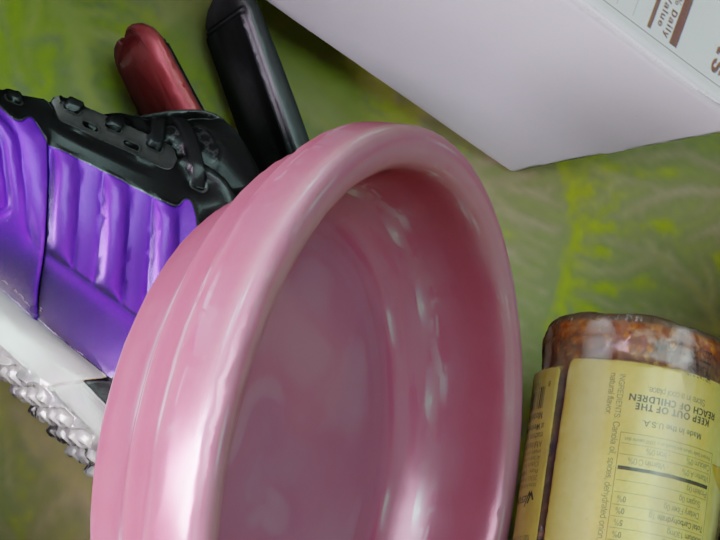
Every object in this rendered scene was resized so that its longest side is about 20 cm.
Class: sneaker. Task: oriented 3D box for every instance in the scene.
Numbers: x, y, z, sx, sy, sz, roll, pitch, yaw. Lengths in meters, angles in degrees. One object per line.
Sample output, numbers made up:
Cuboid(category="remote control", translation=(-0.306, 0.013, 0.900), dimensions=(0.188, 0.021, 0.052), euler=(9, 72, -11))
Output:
Cuboid(category="sneaker", translation=(-0.086, -0.022, 0.830), dimensions=(0.099, 0.070, 0.200), euler=(-43, 104, -12))

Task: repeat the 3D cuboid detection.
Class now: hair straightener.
Cuboid(category="hair straightener", translation=(0.000, 0.000, 0.886), dimensions=(0.077, 0.041, 0.201), euler=(-27, 86, -27))

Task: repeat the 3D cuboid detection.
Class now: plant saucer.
Cuboid(category="plant saucer", translation=(-0.015, 0.058, 0.781), dimensions=(0.200, 0.051, 0.202), euler=(-27, 120, -59))

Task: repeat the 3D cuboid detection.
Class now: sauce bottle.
Cuboid(category="sauce bottle", translation=(0.072, 0.115, 0.847), dimensions=(0.066, 0.066, 0.201), euler=(14, 77, -20))

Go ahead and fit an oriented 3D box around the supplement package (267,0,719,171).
Cuboid(category="supplement package", translation=(0.032, -0.133, 0.868), dimensions=(0.200, 0.117, 0.118), euler=(33, 66, -30))
